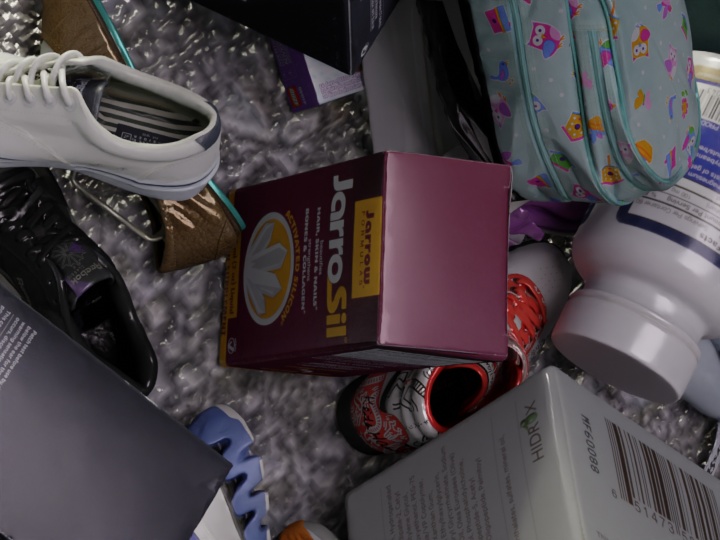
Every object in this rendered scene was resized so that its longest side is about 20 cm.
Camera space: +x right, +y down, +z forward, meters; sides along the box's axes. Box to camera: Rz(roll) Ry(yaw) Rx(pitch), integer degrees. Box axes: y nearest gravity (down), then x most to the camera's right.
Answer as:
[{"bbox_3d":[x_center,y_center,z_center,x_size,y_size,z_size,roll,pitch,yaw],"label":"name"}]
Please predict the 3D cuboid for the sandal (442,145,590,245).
[{"bbox_3d":[0.105,-0.044,1.524,0.202,0.050,0.083,-9,130,-42],"label":"sandal"}]

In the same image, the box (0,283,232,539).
[{"bbox_3d":[-0.199,0.094,1.259,0.182,0.200,0.104,41,66,-20],"label":"box"}]

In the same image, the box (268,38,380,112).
[{"bbox_3d":[0.025,-0.193,1.538,0.199,0.039,0.137,-20,95,-30],"label":"box"}]

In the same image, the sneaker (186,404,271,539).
[{"bbox_3d":[-0.102,0.187,1.405,0.115,0.081,0.200,-15,85,-27],"label":"sneaker"}]

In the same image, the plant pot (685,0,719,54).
[{"bbox_3d":[0.248,-0.224,1.578,0.200,0.196,0.201,4,82,-30],"label":"plant pot"}]

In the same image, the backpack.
[{"bbox_3d":[0.124,-0.134,1.425,0.167,0.126,0.201,-34,119,-48],"label":"backpack"}]

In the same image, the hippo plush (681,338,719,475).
[{"bbox_3d":[0.278,0.051,1.585,0.159,0.161,0.201,14,77,-28],"label":"hippo plush"}]

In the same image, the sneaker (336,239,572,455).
[{"bbox_3d":[0.085,0.046,1.505,0.201,0.108,0.067,-37,103,-28],"label":"sneaker"}]

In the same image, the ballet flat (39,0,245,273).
[{"bbox_3d":[-0.146,-0.082,1.421,0.072,0.068,0.200,-34,106,-9],"label":"ballet flat"}]

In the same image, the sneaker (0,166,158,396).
[{"bbox_3d":[-0.173,-0.013,1.374,0.076,0.087,0.200,-37,102,-28],"label":"sneaker"}]

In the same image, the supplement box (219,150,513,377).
[{"bbox_3d":[0.000,0.000,1.407,0.085,0.200,0.111,7,82,-28],"label":"supplement box"}]

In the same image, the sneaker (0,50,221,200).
[{"bbox_3d":[-0.171,-0.095,1.343,0.199,0.071,0.073,10,58,-10],"label":"sneaker"}]

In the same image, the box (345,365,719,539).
[{"bbox_3d":[0.120,0.207,1.412,0.199,0.171,0.200,34,35,-36],"label":"box"}]

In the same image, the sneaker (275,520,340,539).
[{"bbox_3d":[0.016,0.232,1.476,0.200,0.076,0.092,59,37,-5],"label":"sneaker"}]

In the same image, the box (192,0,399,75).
[{"bbox_3d":[-0.043,-0.253,1.411,0.199,0.123,0.199,27,69,13],"label":"box"}]

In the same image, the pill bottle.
[{"bbox_3d":[0.202,-0.025,1.532,0.120,0.120,0.200,34,75,-22],"label":"pill bottle"}]

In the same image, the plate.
[{"bbox_3d":[0.090,-0.138,1.529,0.199,0.032,0.201,-23,119,-28],"label":"plate"}]
